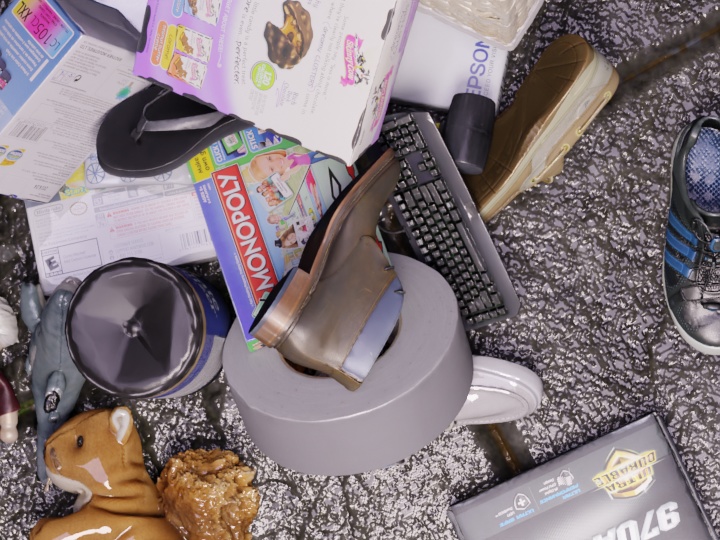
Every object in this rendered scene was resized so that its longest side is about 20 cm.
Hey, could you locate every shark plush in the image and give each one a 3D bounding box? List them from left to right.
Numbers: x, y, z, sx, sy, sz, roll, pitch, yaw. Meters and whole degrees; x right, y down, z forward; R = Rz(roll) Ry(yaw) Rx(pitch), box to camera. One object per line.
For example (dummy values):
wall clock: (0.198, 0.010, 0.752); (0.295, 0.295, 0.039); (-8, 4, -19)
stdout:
shark plush: (-0.271, 0.091, 1.517); (0.090, 0.083, 0.201); (20, 111, -14)

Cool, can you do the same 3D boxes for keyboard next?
keyboard: (0.047, -0.036, 1.495); (0.127, 0.021, 0.201); (-17, 105, 39)

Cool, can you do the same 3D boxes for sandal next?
sandal: (-0.130, -0.139, 1.460); (0.199, 0.043, 0.076); (-22, 64, -3)

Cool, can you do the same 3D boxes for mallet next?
mallet: (0.021, -0.112, 1.509); (0.199, 0.041, 0.066); (-2, 75, 25)

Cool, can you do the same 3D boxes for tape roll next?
tape roll: (-0.010, 0.073, 1.448); (0.199, 0.201, 0.066); (-12, 129, 6)

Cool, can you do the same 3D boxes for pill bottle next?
pill bottle: (-0.167, 0.051, 1.461); (0.111, 0.200, 0.113); (0, 87, 7)

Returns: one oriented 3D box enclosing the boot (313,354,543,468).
boot: (0.051, 0.127, 1.475); (0.199, 0.074, 0.096); (-1, 44, 14)

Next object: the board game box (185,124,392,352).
board game box: (-0.061, -0.047, 1.458); (0.134, 0.029, 0.201); (-20, 70, -2)

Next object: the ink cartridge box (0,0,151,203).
ink cartridge box: (-0.276, -0.134, 1.462); (0.200, 0.136, 0.076); (-48, 69, 13)

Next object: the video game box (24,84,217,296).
video game box: (-0.201, -0.086, 1.553); (0.199, 0.047, 0.183); (-12, 87, 6)

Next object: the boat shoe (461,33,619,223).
boat shoe: (0.146, -0.105, 1.494); (0.200, 0.066, 0.074); (-50, 41, 21)

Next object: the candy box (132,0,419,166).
candy box: (-0.063, -0.201, 1.378); (0.199, 0.072, 0.168); (24, 119, 11)

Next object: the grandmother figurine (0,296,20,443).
grandmother figurine: (-0.355, 0.116, 1.554); (0.121, 0.061, 0.201); (22, 92, -1)

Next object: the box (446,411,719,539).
box: (0.194, 0.231, 1.482); (0.199, 0.046, 0.160); (-25, 84, 4)

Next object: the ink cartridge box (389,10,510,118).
ink cartridge box: (0.041, -0.245, 1.536); (0.199, 0.043, 0.197); (10, 88, 6)

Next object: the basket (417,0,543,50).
basket: (0.080, -0.320, 1.439); (0.199, 0.161, 0.199); (27, 88, 10)

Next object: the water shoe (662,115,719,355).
water shoe: (0.287, -0.030, 1.471); (0.071, 0.079, 0.201); (-5, 86, 7)

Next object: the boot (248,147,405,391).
boot: (0.000, 0.000, 1.396); (0.097, 0.075, 0.200); (37, 66, -7)

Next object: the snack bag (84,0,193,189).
snack bag: (-0.143, -0.164, 1.519); (0.199, 0.021, 0.190); (0, 85, 6)

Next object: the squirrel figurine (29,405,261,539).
squirrel figurine: (-0.185, 0.208, 1.505); (0.199, 0.142, 0.188); (-7, 75, -7)
